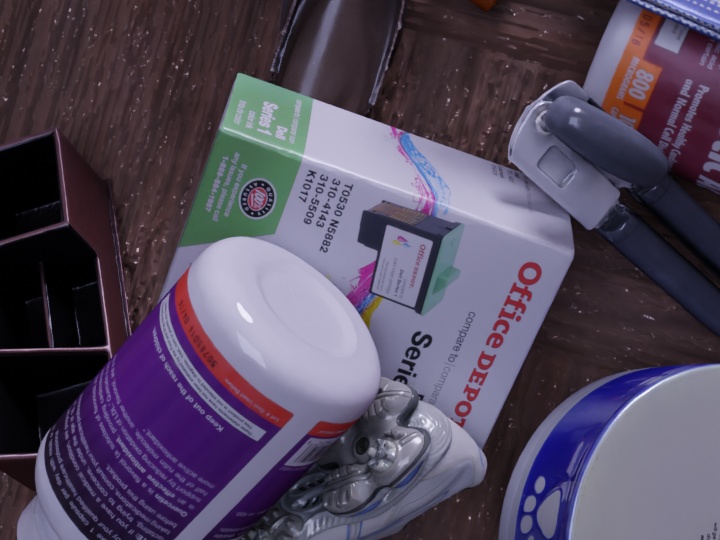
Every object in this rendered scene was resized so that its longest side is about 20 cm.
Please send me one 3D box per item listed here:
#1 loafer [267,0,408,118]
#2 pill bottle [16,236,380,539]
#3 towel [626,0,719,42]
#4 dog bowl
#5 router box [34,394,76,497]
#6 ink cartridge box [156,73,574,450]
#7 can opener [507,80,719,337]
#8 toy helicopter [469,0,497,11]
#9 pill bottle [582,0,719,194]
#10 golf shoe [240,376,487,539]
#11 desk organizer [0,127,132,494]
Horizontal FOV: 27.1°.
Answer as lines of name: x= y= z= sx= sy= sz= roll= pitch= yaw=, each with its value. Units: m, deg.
loafer: x=-0.018 y=-0.103 z=0.861 sx=0.073 sy=0.071 sz=0.201 roll=13 pitch=112 yaw=-10
pill bottle: x=-0.089 y=0.085 z=0.761 sx=0.112 sy=0.112 sz=0.200 roll=47 pitch=113 yaw=9
towel: x=0.181 y=-0.189 z=0.816 sx=0.144 sy=0.200 sz=0.024 roll=24 pitch=135 yaw=8
dog bowl: x=0.178 y=0.150 z=0.793 sx=0.199 sy=0.079 sz=0.201 roll=3 pitch=82 yaw=-19
router box: x=-0.102 y=0.174 z=0.900 sx=0.199 sy=0.052 sz=0.158 roll=14 pitch=89 yaw=11
ink cartridge box: x=0.000 y=0.000 z=0.824 sx=0.199 sy=0.084 sz=0.145 roll=19 pitch=116 yaw=-7
can opener: x=0.159 y=-0.026 z=0.804 sx=0.200 sy=0.067 sz=0.053 roll=38 pitch=93 yaw=-28
toy helicopter: x=0.079 y=-0.218 z=0.811 sx=0.079 sy=0.200 sz=0.132 roll=37 pitch=99 yaw=-3
pill bottle: x=0.229 y=-0.089 z=0.821 sx=0.199 sy=0.114 sz=0.115 roll=26 pitch=92 yaw=11
golf shoe: x=-0.019 y=0.135 z=0.824 sx=0.200 sy=0.097 sz=0.079 roll=-29 pitch=51 yaw=32
desk organizer: x=-0.181 y=0.024 z=0.874 sx=0.071 sy=0.077 sz=0.201 roll=-16 pitch=63 yaw=7
